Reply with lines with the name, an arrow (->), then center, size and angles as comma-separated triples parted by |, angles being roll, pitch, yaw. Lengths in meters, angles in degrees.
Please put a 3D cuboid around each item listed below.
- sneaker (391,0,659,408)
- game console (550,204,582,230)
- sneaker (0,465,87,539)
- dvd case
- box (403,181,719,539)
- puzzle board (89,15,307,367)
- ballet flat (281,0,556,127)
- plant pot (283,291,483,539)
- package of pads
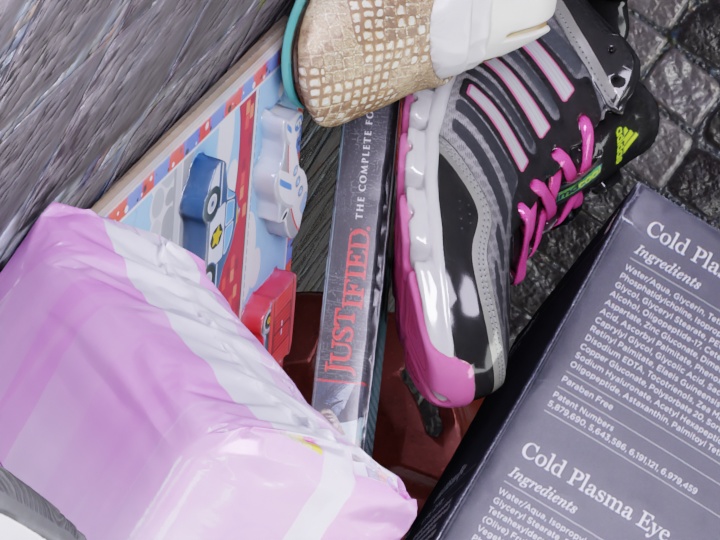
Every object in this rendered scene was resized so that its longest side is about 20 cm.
sneaker -> 0.057, -0.041, 0.983 | 0.074, 0.087, 0.201 | 93, 3, -51
game console -> 0.084, -0.118, 1.160 | 0.118, 0.173, 0.200 | -28, 179, 6
sneaker -> -0.117, 0.091, 0.577 | 0.116, 0.075, 0.201 | -56, 180, -21
dvd case -> 0.000, 0.000, 1.027 | 0.146, 0.022, 0.201 | 84, 10, -81
box -> 0.076, 0.096, 1.024 | 0.183, 0.104, 0.200 | -60, 180, -18
puzzle board -> -0.052, 0.041, 0.901 | 0.151, 0.017, 0.201 | -51, 152, -54
ballet flat -> 0.041, -0.108, 0.941 | 0.200, 0.065, 0.071 | -56, 152, -45
plant pot -> -0.015, 0.100, 1.358 | 0.201, 0.200, 0.195 | -55, 170, -6
package of pads -> -0.083, 0.096, 0.721 | 0.200, 0.075, 0.121 | -55, -141, 9
